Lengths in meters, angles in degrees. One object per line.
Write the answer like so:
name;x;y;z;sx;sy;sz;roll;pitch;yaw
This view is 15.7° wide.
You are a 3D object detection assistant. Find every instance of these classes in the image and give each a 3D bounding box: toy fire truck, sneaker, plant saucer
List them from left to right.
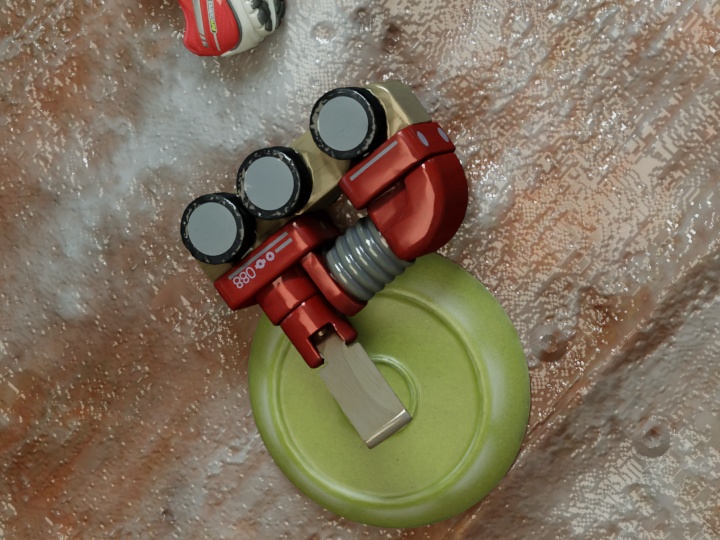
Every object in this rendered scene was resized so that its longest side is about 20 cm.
sneaker;-0.126;-0.232;1.715;0.085;0.077;0.201;-22;95;23
toy fire truck;0.000;0.000;1.688;0.176;0.129;0.200;-37;84;18
plant saucer;0.015;0.082;1.767;0.199;0.031;0.201;3;103;13
